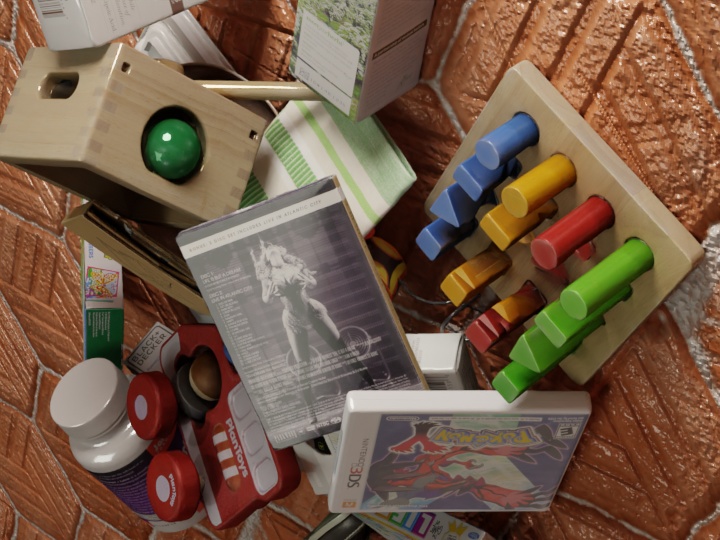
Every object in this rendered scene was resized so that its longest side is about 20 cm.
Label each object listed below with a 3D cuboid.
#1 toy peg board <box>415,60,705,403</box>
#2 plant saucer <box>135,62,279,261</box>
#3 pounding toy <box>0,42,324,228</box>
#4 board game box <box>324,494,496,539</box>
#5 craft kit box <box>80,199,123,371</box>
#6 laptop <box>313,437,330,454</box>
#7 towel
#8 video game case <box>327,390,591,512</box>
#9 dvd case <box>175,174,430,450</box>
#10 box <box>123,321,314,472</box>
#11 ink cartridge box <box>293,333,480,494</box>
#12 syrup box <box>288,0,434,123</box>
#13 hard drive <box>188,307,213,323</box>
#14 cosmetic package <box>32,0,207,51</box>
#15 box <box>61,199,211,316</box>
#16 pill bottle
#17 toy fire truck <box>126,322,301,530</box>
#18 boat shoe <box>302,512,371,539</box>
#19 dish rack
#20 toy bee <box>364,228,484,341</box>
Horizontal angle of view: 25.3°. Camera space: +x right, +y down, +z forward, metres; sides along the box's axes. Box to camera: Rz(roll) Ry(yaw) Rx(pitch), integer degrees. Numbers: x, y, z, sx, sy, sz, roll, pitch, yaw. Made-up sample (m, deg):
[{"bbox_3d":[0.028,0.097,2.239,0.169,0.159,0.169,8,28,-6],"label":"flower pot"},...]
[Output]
[{"bbox_3d":[0.123,-0.014,1.223,0.199,0.098,0.200,49,146,12],"label":"toy peg board"},{"bbox_3d":[-0.132,-0.091,1.460,0.199,0.034,0.202,10,110,29],"label":"plant saucer"},{"bbox_3d":[-0.164,-0.123,1.333,0.183,0.143,0.199,25,168,-38],"label":"pounding toy"},{"bbox_3d":[0.068,0.250,1.513,0.199,0.034,0.134,19,164,43],"label":"board game box"},{"bbox_3d":[-0.281,0.031,1.735,0.201,0.048,0.199,101,161,-48],"label":"craft kit box"},{"bbox_3d":[-0.028,0.142,1.540,0.176,0.103,0.202,18,123,45],"label":"laptop"},{"bbox_3d":[-0.049,-0.062,1.357,0.200,0.023,0.153,-47,57,26],"label":"towel"},{"bbox_3d":[0.078,0.155,1.345,0.183,0.198,0.023,100,168,-55],"label":"video game case"},{"bbox_3d":[-0.046,0.037,1.303,0.148,0.016,0.201,-19,104,21],"label":"dvd case"},{"bbox_3d":[-0.149,0.143,1.703,0.199,0.060,0.117,27,161,38],"label":"box"},{"bbox_3d":[0.022,0.130,1.402,0.172,0.044,0.201,-1,141,17],"label":"ink cartridge box"},{"bbox_3d":[0.008,-0.219,1.215,0.079,0.081,0.201,38,142,22],"label":"syrup box"},{"bbox_3d":[-0.164,-0.007,1.617,0.132,0.025,0.200,56,162,-2],"label":"hard drive"},{"bbox_3d":[-0.175,-0.257,1.307,0.074,0.199,0.103,5,119,46],"label":"cosmetic package"},{"bbox_3d":[-0.190,-0.007,1.457,0.163,0.021,0.200,35,171,-13],"label":"box"},{"bbox_3d":[-0.233,0.179,1.674,0.111,0.112,0.200,20,157,42],"label":"pill bottle"},{"bbox_3d":[-0.128,0.138,1.512,0.168,0.111,0.202,-41,60,45],"label":"toy fire truck"},{"bbox_3d":[-0.018,0.283,1.684,0.061,0.072,0.201,47,153,6],"label":"boat shoe"},{"bbox_3d":[-0.160,-0.140,1.534,0.201,0.043,0.172,53,147,8],"label":"dish rack"},{"bbox_3d":[0.000,0.000,1.386,0.198,0.132,0.109,-14,129,16],"label":"toy bee"}]
